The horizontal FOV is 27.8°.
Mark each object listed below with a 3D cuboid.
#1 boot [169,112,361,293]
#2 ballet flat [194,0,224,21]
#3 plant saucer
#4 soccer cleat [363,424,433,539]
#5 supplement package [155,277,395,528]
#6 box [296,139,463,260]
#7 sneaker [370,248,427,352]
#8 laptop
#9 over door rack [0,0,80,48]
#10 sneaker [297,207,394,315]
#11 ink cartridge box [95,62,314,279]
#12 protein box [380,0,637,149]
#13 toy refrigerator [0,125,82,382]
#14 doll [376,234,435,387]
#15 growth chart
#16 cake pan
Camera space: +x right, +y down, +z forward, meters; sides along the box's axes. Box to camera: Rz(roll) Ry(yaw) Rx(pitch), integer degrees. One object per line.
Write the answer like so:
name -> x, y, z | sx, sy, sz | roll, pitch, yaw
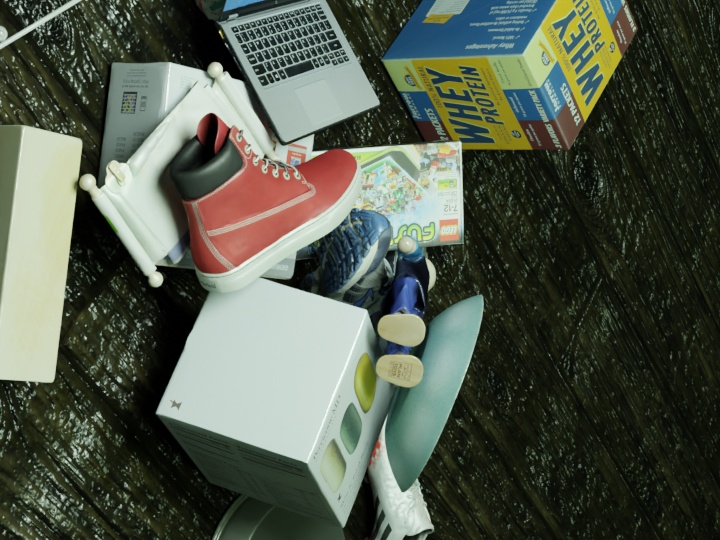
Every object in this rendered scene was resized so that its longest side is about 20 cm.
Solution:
boot -> -0.080, -0.091, 1.277 | 0.200, 0.072, 0.146 | -38, 129, -36
ballet flat -> -0.094, -0.322, 1.402 | 0.076, 0.064, 0.202 | 39, 63, -34
plant saucer -> 0.061, 0.110, 1.384 | 0.201, 0.038, 0.203 | -158, -90, -87
soccer cleat -> 0.044, 0.255, 1.606 | 0.068, 0.085, 0.203 | 0, 93, -50
supplement package -> -0.071, 0.122, 1.351 | 0.200, 0.149, 0.153 | 70, 39, -63
box -> 0.012, -0.075, 1.511 | 0.198, 0.035, 0.111 | -7, 99, -23
sneaker -> 0.041, 0.002, 1.591 | 0.082, 0.070, 0.202 | 20, 79, -45
laptop -> -0.036, -0.248, 1.362 | 0.187, 0.115, 0.201 | -30, 91, -55
over door rack -> -0.286, -0.260, 1.162 | 0.199, 0.066, 0.149 | -33, 120, -21
sneaker -> 0.000, 0.000, 1.453 | 0.084, 0.200, 0.078 | -1, 62, -23
ink cartridge box -> -0.142, -0.088, 1.351 | 0.199, 0.083, 0.178 | 8, 89, -50
protein box -> 0.168, -0.252, 1.623 | 0.201, 0.197, 0.135 | -57, 132, -29
toy refrigerator -> -0.284, -0.013, 1.193 | 0.070, 0.075, 0.203 | 10, 85, -50
doll -> 0.043, 0.037, 1.366 | 0.200, 0.048, 0.138 | -76, 169, -66
growth chart -> -0.147, -0.081, 1.269 | 0.200, 0.018, 0.146 | -50, 130, -33
cake pan -> -0.081, 0.315, 1.497 | 0.199, 0.036, 0.203 | -6, 97, -50
